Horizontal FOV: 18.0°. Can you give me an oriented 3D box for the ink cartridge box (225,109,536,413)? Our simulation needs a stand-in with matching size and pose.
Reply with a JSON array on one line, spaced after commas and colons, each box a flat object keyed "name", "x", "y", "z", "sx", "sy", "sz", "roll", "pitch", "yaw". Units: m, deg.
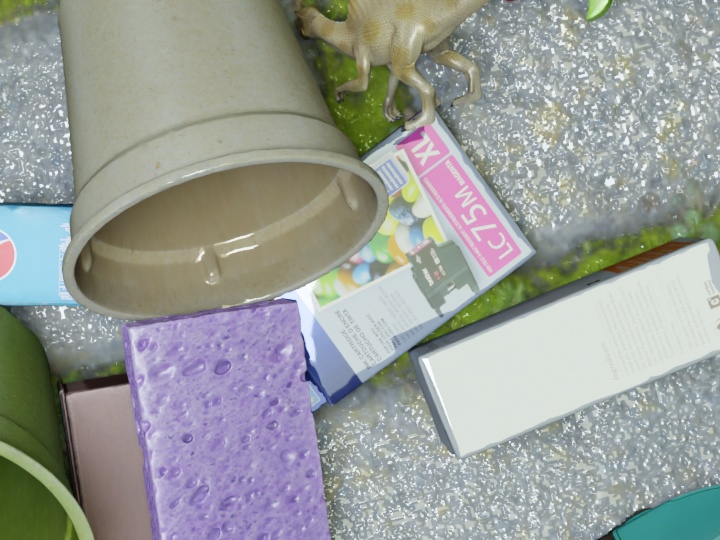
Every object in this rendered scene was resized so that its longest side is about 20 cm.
[{"name": "ink cartridge box", "x": 0.000, "y": 0.000, "z": 1.466, "sx": 0.199, "sy": 0.042, "sz": 0.120, "roll": -36, "pitch": 93, "yaw": 0}]

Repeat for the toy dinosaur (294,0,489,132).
[{"name": "toy dinosaur", "x": 0.034, "y": -0.144, "z": 1.404, "sx": 0.199, "sy": 0.058, "sz": 0.102, "roll": -11, "pitch": 106, "yaw": 36}]

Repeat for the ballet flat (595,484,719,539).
[{"name": "ballet flat", "x": 0.174, "y": 0.203, "z": 1.475, "sx": 0.199, "sy": 0.076, "sz": 0.064, "roll": -25, "pitch": 124, "yaw": 2}]

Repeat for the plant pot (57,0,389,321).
[{"name": "plant pot", "x": -0.103, "y": -0.096, "z": 1.378, "sx": 0.199, "sy": 0.201, "sz": 0.185, "roll": -16, "pitch": 67, "yaw": -3}]

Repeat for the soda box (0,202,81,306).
[{"name": "soda box", "x": -0.265, "y": -0.012, "z": 1.435, "sx": 0.198, "sy": 0.068, "sz": 0.065, "roll": 2, "pitch": 93, "yaw": -3}]

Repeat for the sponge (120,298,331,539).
[{"name": "sponge", "x": -0.080, "y": 0.124, "z": 1.410, "sx": 0.111, "sy": 0.030, "sz": 0.202, "roll": -9, "pitch": 95, "yaw": -20}]

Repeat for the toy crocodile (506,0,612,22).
[{"name": "toy crocodile", "x": 0.065, "y": -0.196, "z": 1.448, "sx": 0.198, "sy": 0.068, "sz": 0.062, "roll": 4, "pitch": 91, "yaw": -3}]

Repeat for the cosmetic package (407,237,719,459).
[{"name": "cosmetic package", "x": 0.136, "y": 0.047, "z": 1.443, "sx": 0.199, "sy": 0.101, "sz": 0.072, "roll": -22, "pitch": 92, "yaw": -3}]

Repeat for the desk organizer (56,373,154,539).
[{"name": "desk organizer", "x": -0.140, "y": 0.166, "z": 1.446, "sx": 0.076, "sy": 0.072, "sz": 0.202, "roll": -8, "pitch": 94, "yaw": -8}]

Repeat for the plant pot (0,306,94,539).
[{"name": "plant pot", "x": -0.251, "y": 0.116, "z": 1.353, "sx": 0.198, "sy": 0.190, "sz": 0.201, "roll": -2, "pitch": 122, "yaw": -3}]
